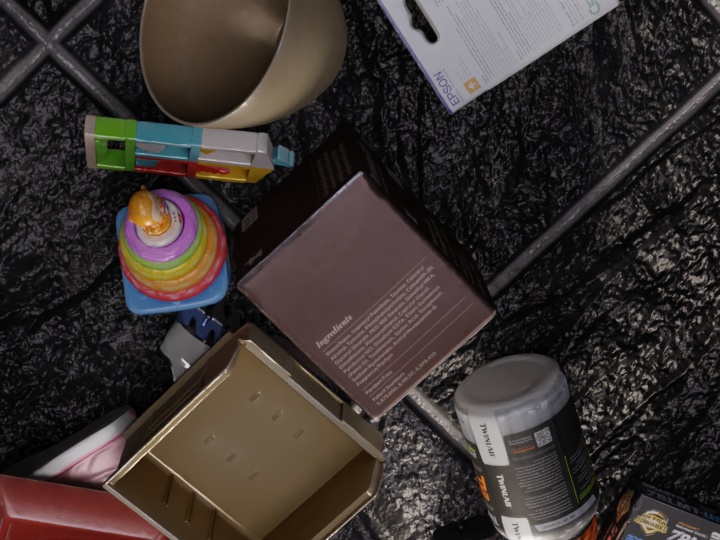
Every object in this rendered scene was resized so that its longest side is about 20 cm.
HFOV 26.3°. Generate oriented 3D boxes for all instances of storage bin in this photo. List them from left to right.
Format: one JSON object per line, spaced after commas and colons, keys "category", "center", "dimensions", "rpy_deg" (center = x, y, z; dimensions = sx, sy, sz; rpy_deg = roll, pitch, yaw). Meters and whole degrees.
{"category": "storage bin", "center": [-0.109, 0.188, 1.525], "dimensions": [0.200, 0.094, 0.198], "rpy_deg": [41, 110, -16]}

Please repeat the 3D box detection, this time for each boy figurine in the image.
{"category": "boy figurine", "center": [0.127, 0.377, 1.716], "dimensions": [0.123, 0.064, 0.202], "rpy_deg": [-12, 108, -5]}

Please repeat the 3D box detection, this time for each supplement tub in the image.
{"category": "supplement tub", "center": [0.180, 0.200, 1.625], "dimensions": [0.122, 0.123, 0.201], "rpy_deg": [-18, 110, 1]}

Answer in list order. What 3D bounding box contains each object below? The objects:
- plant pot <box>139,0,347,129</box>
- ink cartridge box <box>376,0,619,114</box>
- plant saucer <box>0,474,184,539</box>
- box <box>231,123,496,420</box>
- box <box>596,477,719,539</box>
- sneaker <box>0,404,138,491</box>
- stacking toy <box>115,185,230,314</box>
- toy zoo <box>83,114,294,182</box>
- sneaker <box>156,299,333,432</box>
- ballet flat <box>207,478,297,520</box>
{"category": "plant pot", "center": [-0.090, -0.220, 1.422], "dimensions": [0.134, 0.200, 0.201], "rpy_deg": [11, 113, -48]}
{"category": "ink cartridge box", "center": [0.117, -0.286, 1.482], "dimensions": [0.199, 0.043, 0.197], "rpy_deg": [-32, 112, 8]}
{"category": "plant saucer", "center": [-0.301, 0.296, 1.600], "dimensions": [0.198, 0.037, 0.200], "rpy_deg": [11, 135, -15]}
{"category": "box", "center": [0.000, 0.000, 1.507], "dimensions": [0.164, 0.166, 0.200], "rpy_deg": [-41, 110, 10]}
{"category": "box", "center": [0.350, 0.356, 1.740], "dimensions": [0.199, 0.050, 0.200], "rpy_deg": [21, 106, -13]}
{"category": "sneaker", "center": [-0.300, 0.232, 1.606], "dimensions": [0.199, 0.075, 0.105], "rpy_deg": [-29, 106, 0]}
{"category": "stacking toy", "center": [-0.187, -0.038, 1.449], "dimensions": [0.109, 0.200, 0.117], "rpy_deg": [-9, 76, -1]}
{"category": "toy zoo", "center": [-0.162, -0.113, 1.471], "dimensions": [0.198, 0.131, 0.021], "rpy_deg": [5, 80, -8]}
{"category": "sneaker", "center": [-0.130, 0.113, 1.588], "dimensions": [0.199, 0.081, 0.115], "rpy_deg": [36, 107, -11]}
{"category": "ballet flat", "center": [-0.109, 0.215, 1.631], "dimensions": [0.199, 0.071, 0.071], "rpy_deg": [-28, 111, 5]}
